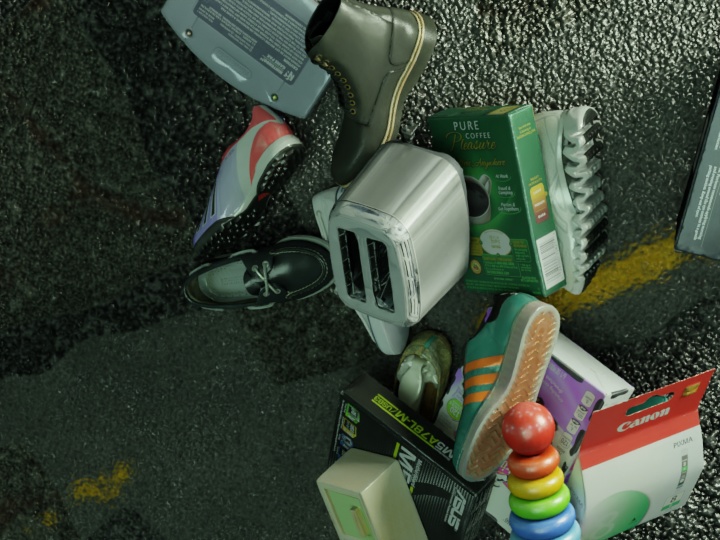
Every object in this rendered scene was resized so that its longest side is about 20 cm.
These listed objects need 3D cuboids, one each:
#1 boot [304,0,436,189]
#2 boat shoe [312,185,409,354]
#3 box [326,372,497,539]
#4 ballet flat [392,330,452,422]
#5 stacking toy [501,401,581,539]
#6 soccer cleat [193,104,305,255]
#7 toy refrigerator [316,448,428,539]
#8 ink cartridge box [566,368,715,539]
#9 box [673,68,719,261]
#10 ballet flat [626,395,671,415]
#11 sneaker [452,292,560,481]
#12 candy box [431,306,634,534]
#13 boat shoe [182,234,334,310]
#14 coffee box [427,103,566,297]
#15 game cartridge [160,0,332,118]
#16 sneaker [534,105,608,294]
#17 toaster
[{"bbox_3d":[-0.021,-0.190,1.481,0.077,0.137,0.202,37,110,48],"label":"boot"},{"bbox_3d":[0.000,0.000,1.588,0.065,0.073,0.202,-9,102,32],"label":"boat shoe"},{"bbox_3d":[0.050,0.239,1.591,0.193,0.047,0.201,38,142,23],"label":"box"},{"bbox_3d":[0.057,0.166,1.624,0.070,0.071,0.202,15,112,9],"label":"ballet flat"},{"bbox_3d":[0.181,0.231,1.459,0.085,0.085,0.202,-6,109,16],"label":"stacking toy"},{"bbox_3d":[-0.135,-0.096,1.588,0.073,0.068,0.200,55,129,20],"label":"soccer cleat"},{"bbox_3d":[0.025,0.303,1.577,0.076,0.070,0.201,8,126,46],"label":"toy refrigerator"},{"bbox_3d":[0.296,0.203,1.498,0.050,0.160,0.201,57,152,33],"label":"ink cartridge box"},{"bbox_3d":[0.426,-0.102,1.419,0.180,0.104,0.202,16,112,10],"label":"box"},{"bbox_3d":[0.274,0.201,1.586,0.199,0.068,0.068,-27,104,31],"label":"ballet flat"},{"bbox_3d":[0.138,0.119,1.490,0.080,0.071,0.202,25,91,49],"label":"sneaker"},{"bbox_3d":[0.176,0.166,1.556,0.167,0.071,0.201,37,114,29],"label":"candy box"},{"bbox_3d":[-0.112,0.010,1.588,0.199,0.060,0.076,-15,100,37],"label":"boat shoe"},{"bbox_3d":[0.145,-0.074,1.503,0.122,0.044,0.202,3,112,50],"label":"coffee box"},{"bbox_3d":[-0.111,-0.262,1.539,0.199,0.041,0.134,37,110,0],"label":"game cartridge"},{"bbox_3d":[0.215,-0.075,1.507,0.080,0.075,0.202,3,107,28],"label":"sneaker"},{"bbox_3d":[0.040,-0.039,1.471,0.113,0.129,0.201,19,138,26],"label":"toaster"}]
